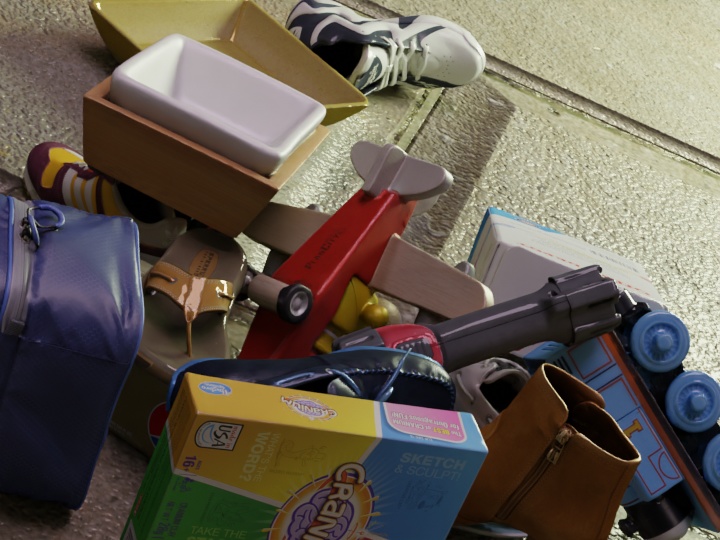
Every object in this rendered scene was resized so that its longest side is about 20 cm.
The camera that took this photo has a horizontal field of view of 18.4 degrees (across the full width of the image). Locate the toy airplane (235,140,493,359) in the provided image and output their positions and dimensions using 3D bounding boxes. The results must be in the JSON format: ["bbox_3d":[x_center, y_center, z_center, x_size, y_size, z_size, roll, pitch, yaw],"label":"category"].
[{"bbox_3d":[0.000,0.000,1.696,0.199,0.141,0.200,-18,40,11],"label":"toy airplane"}]

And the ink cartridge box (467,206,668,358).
[{"bbox_3d":[0.158,0.023,1.786,0.144,0.085,0.200,21,8,-2],"label":"ink cartridge box"}]

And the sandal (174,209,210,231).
[{"bbox_3d":[-0.119,-0.065,1.813,0.045,0.075,0.200,33,25,-5],"label":"sandal"}]

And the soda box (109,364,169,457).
[{"bbox_3d":[-0.085,0.117,1.525,0.200,0.064,0.068,31,29,17],"label":"soda box"}]

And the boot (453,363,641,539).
[{"bbox_3d":[0.097,0.119,1.514,0.201,0.144,0.071,37,31,28],"label":"boot"}]

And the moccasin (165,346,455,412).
[{"bbox_3d":[-0.027,0.098,1.462,0.200,0.081,0.068,-5,23,-20],"label":"moccasin"}]

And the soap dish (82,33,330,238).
[{"bbox_3d":[-0.118,-0.103,1.678,0.157,0.081,0.200,26,19,2],"label":"soap dish"}]

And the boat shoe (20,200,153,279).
[{"bbox_3d":[-0.230,0.005,1.609,0.200,0.072,0.065,23,26,-12],"label":"boat shoe"}]

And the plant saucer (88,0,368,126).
[{"bbox_3d":[-0.126,-0.180,2.029,0.200,0.048,0.200,-8,42,-45],"label":"plant saucer"}]

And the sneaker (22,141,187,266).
[{"bbox_3d":[-0.191,-0.059,1.724,0.075,0.090,0.200,-5,39,-41],"label":"sneaker"}]

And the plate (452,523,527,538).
[{"bbox_3d":[0.067,0.138,1.640,0.200,0.026,0.200,17,28,-9],"label":"plate"}]

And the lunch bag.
[{"bbox_3d":[-0.221,0.044,1.407,0.132,0.200,0.136,11,35,-16],"label":"lunch bag"}]

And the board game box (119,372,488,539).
[{"bbox_3d":[-0.039,0.148,1.411,0.200,0.153,0.040,9,32,-23],"label":"board game box"}]

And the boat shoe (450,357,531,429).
[{"bbox_3d":[0.104,0.098,1.639,0.073,0.067,0.200,7,32,-27],"label":"boat shoe"}]

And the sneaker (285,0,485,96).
[{"bbox_3d":[0.024,-0.198,2.136,0.199,0.080,0.130,17,30,-10],"label":"sneaker"}]

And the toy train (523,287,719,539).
[{"bbox_3d":[0.212,0.114,1.651,0.200,0.114,0.087,59,-8,-6],"label":"toy train"}]

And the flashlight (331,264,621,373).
[{"bbox_3d":[0.083,0.051,1.577,0.200,0.068,0.068,-17,34,-12],"label":"flashlight"}]

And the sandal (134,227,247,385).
[{"bbox_3d":[-0.117,0.016,1.548,0.080,0.054,0.200,19,32,-3],"label":"sandal"}]
